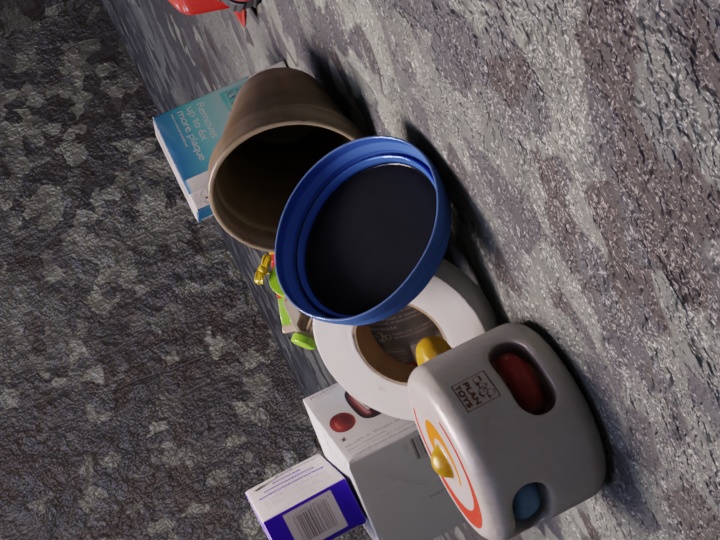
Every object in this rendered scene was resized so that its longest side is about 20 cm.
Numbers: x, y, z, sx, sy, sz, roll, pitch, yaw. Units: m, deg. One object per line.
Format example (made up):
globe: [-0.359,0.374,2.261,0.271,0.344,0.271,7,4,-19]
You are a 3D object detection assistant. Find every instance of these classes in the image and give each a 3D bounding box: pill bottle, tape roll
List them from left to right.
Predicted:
pill bottle: [0.037,0.008,1.352,0.200,0.114,0.114,69,169,-22]
tape roll: [0.047,0.069,1.289,0.037,0.203,0.203,-54,-51,-51]

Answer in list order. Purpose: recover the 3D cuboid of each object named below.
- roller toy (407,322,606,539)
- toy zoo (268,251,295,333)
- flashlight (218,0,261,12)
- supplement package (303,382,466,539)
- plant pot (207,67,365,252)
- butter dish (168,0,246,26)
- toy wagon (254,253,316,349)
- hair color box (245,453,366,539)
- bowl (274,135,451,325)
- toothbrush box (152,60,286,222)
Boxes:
roller toy: [0.129,0.152,1.157,0.200,0.140,0.182,67,169,-7]
toy zoo: [-0.101,-0.011,1.708,0.131,0.020,0.200,16,-116,-80]
flashlight: [-0.140,-0.381,1.474,0.200,0.068,0.068,129,153,-75]
supplement package: [0.062,0.212,1.495,0.147,0.191,0.200,69,168,-21]
plant pot: [-0.087,-0.150,1.478,0.174,0.200,0.200,-101,-4,-46]
butter dish: [-0.249,-0.431,1.660,0.200,0.148,0.200,63,170,15]
toy wagon: [-0.033,0.024,1.499,0.200,0.155,0.040,16,168,22]
hair color box: [-0.070,0.285,1.479,0.065,0.109,0.200,64,170,-6]
bowl: [0.003,-0.038,1.228,0.039,0.201,0.201,32,-162,-47]
toothbrush box: [-0.166,-0.177,1.695,0.147,0.200,0.085,65,169,4]
